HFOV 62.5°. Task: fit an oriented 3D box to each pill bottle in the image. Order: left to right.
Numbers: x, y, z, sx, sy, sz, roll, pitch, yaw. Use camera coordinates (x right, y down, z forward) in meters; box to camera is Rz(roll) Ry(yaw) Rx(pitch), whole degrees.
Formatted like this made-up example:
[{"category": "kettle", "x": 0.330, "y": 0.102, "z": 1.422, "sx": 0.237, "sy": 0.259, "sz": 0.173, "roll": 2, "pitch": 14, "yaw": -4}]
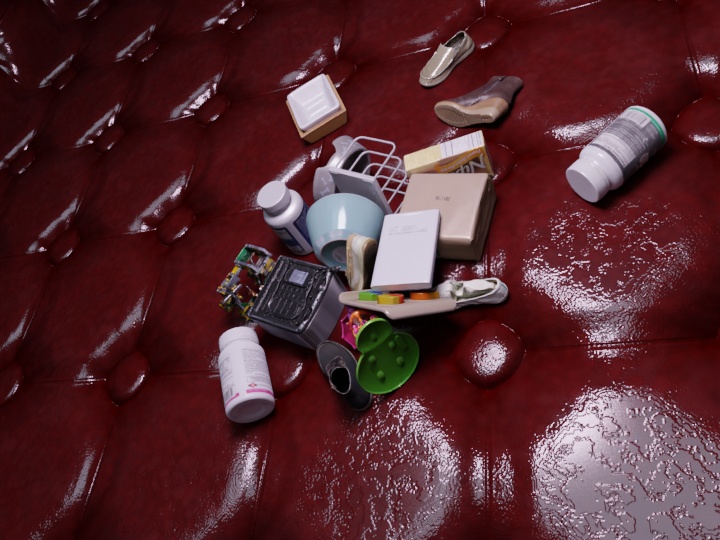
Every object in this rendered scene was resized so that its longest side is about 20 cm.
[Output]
[{"category": "pill bottle", "x": -0.272, "y": 0.241, "z": 1.390, "sx": 0.112, "sy": 0.114, "sz": 0.202, "roll": -27, "pitch": 52, "yaw": 9}, {"category": "pill bottle", "x": -0.182, "y": -0.137, "z": 1.531, "sx": 0.110, "sy": 0.200, "sz": 0.112, "roll": -13, "pitch": 55, "yaw": 18}, {"category": "pill bottle", "x": 0.551, "y": -0.249, "z": 1.285, "sx": 0.200, "sy": 0.113, "sz": 0.113, "roll": -42, "pitch": 51, "yaw": -2}]

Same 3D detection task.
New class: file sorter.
[{"category": "file sorter", "x": 0.041, "y": -0.211, "z": 1.470, "sx": 0.138, "sy": 0.201, "sz": 0.125, "roll": 20, "pitch": 66, "yaw": 35}]

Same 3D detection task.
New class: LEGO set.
[{"category": "LEGO set", "x": -0.261, "y": 0.032, "z": 1.494, "sx": 0.115, "sy": 0.154, "sz": 0.201, "roll": 13, "pitch": 58, "yaw": 51}]

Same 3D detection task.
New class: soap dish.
[{"category": "soap dish", "x": -0.132, "y": -0.492, "z": 1.812, "sx": 0.156, "sy": 0.081, "sz": 0.201, "roll": -29, "pitch": 51, "yaw": 7}]

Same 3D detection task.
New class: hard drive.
[{"category": "hard drive", "x": 0.101, "y": -0.045, "z": 1.292, "sx": 0.130, "sy": 0.025, "sz": 0.202, "roll": -5, "pitch": 51, "yaw": 22}]

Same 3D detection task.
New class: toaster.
[{"category": "toaster", "x": -0.139, "y": 0.075, "z": 1.426, "sx": 0.198, "sy": 0.119, "sz": 0.182, "roll": 13, "pitch": 67, "yaw": 33}]

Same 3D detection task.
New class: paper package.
[{"category": "paper package", "x": 0.200, "y": -0.127, "z": 1.393, "sx": 0.198, "sy": 0.104, "sz": 0.193, "roll": 5, "pitch": 62, "yaw": 29}]

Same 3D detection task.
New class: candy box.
[{"category": "candy box", "x": 0.218, "y": -0.257, "z": 1.458, "sx": 0.197, "sy": 0.116, "sz": 0.056, "roll": -16, "pitch": 54, "yaw": 17}]

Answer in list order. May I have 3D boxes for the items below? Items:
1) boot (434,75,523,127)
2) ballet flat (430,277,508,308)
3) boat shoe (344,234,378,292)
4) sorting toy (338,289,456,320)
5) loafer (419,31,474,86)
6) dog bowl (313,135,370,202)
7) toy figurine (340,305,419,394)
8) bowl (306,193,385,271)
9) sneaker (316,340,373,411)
[{"category": "boot", "x": 0.315, "y": -0.458, "z": 1.586, "sx": 0.198, "sy": 0.073, "sz": 0.167, "roll": 16, "pitch": 56, "yaw": 35}, {"category": "ballet flat", "x": 0.220, "y": 0.046, "z": 1.295, "sx": 0.197, "sy": 0.070, "sz": 0.070, "roll": -8, "pitch": 56, "yaw": 23}, {"category": "boat shoe", "x": 0.000, "y": 0.000, "z": 1.358, "sx": 0.066, "sy": 0.202, "sz": 0.074, "roll": 28, "pitch": 45, "yaw": 28}, {"category": "sorting toy", "x": 0.076, "y": 0.059, "z": 1.267, "sx": 0.199, "sy": 0.183, "sz": 0.037, "roll": 14, "pitch": 106, "yaw": 56}, {"category": "loafer", "x": 0.241, "y": -0.613, "z": 1.707, "sx": 0.200, "sy": 0.068, "sz": 0.076, "roll": -45, "pitch": 51, "yaw": -5}, {"category": "dog bowl", "x": -0.042, "y": -0.243, "z": 1.539, "sx": 0.058, "sy": 0.201, "sz": 0.201, "roll": 25, "pitch": 72, "yaw": 22}, {"category": "toy figurine", "x": 0.011, "y": 0.136, "z": 1.283, "sx": 0.149, "sy": 0.201, "sz": 0.184, "roll": -35, "pitch": 38, "yaw": -8}, {"category": "bowl", "x": -0.037, "y": -0.075, "z": 1.409, "sx": 0.198, "sy": 0.202, "sz": 0.106, "roll": -13, "pitch": 46, "yaw": 19}, {"category": "sneaker", "x": -0.049, "y": 0.209, "z": 1.301, "sx": 0.075, "sy": 0.106, "sz": 0.200, "roll": -41, "pitch": 51, "yaw": -3}]
